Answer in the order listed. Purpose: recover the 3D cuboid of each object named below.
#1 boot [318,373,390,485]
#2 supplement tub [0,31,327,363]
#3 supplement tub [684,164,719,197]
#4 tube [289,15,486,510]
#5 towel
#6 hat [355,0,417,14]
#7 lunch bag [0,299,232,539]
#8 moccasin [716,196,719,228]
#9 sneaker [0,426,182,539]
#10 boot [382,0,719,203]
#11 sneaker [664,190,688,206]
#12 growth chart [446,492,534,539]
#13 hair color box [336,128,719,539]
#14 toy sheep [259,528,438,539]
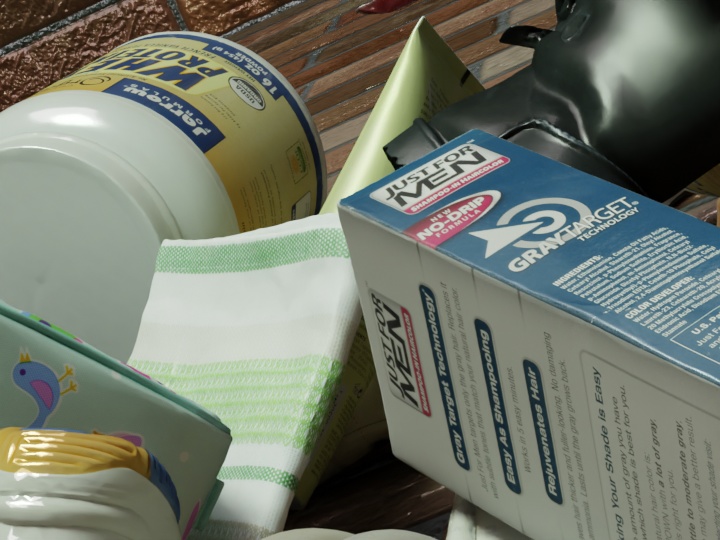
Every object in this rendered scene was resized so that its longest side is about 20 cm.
[{"bbox_3d":[0.031,0.018,1.042,0.155,0.073,0.200,-22,19,23],"label":"boot"},{"bbox_3d":[-0.109,-0.025,1.091,0.144,0.145,0.200,-20,11,22],"label":"supplement tub"},{"bbox_3d":[0.197,-0.097,1.032,0.144,0.145,0.200,-28,13,-9],"label":"supplement tub"},{"bbox_3d":[0.000,0.000,0.953,0.201,0.052,0.058,-62,-2,-14],"label":"tube"},{"bbox_3d":[-0.069,0.073,0.890,0.149,0.031,0.201,-10,54,56],"label":"towel"},{"bbox_3d":[0.096,-0.135,1.026,0.165,0.177,0.200,12,30,-6],"label":"hat"},{"bbox_3d":[-0.134,0.050,0.826,0.077,0.160,0.200,-60,19,-7],"label":"lunch bag"},{"bbox_3d":[0.196,-0.006,0.721,0.200,0.078,0.074,-3,1,-18],"label":"moccasin"},{"bbox_3d":[-0.079,0.124,0.707,0.075,0.200,0.089,0,62,16],"label":"sneaker"},{"bbox_3d":[0.115,-0.040,0.876,0.162,0.073,0.198,-38,52,0],"label":"boot"},{"bbox_3d":[0.129,-0.087,1.181,0.200,0.121,0.083,-34,15,-33],"label":"sneaker"},{"bbox_3d":[0.088,0.071,0.727,0.144,0.018,0.200,-7,31,20],"label":"growth chart"},{"bbox_3d":[0.082,0.037,0.664,0.060,0.100,0.200,-29,34,-27],"label":"hair color box"},{"bbox_3d":[-0.021,0.133,0.576,0.199,0.138,0.138,-23,11,35],"label":"toy sheep"}]
